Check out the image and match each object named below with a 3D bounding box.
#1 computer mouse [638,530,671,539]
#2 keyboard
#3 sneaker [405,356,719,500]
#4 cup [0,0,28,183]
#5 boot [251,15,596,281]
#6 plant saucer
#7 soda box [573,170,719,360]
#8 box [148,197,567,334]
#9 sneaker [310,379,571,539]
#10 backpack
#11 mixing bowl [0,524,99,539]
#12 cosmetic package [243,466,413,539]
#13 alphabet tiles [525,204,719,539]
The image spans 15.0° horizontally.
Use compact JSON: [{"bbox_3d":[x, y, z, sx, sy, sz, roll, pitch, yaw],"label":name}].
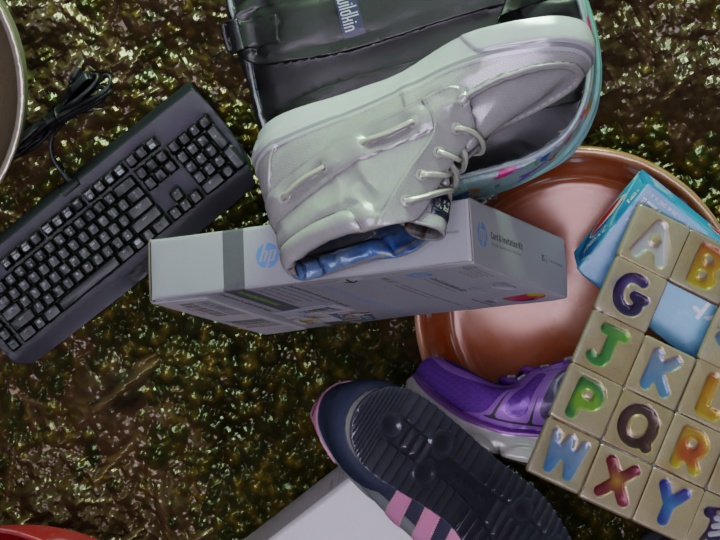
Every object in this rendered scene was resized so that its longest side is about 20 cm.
[{"bbox_3d":[0.213,0.249,1.669,0.138,0.053,0.200,-33,94,-31],"label":"computer mouse"},{"bbox_3d":[-0.173,-0.045,1.688,0.200,0.021,0.127,-39,94,8],"label":"keyboard"},{"bbox_3d":[0.126,0.077,1.612,0.199,0.081,0.084,12,91,17],"label":"sneaker"},{"bbox_3d":[-0.283,-0.112,1.625,0.200,0.143,0.201,1,98,5],"label":"cup"},{"bbox_3d":[0.041,-0.059,1.470,0.199,0.074,0.096,-22,59,15],"label":"boot"},{"bbox_3d":[0.133,0.024,1.667,0.200,0.032,0.201,1,98,6],"label":"plant saucer"},{"bbox_3d":[0.222,0.031,1.611,0.200,0.064,0.068,39,99,-4],"label":"soda box"},{"bbox_3d":[0.000,0.000,1.585,0.199,0.156,0.041,-6,80,23],"label":"box"},{"bbox_3d":[0.050,0.131,1.595,0.070,0.082,0.200,-48,116,-15],"label":"sneaker"},{"bbox_3d":[0.040,-0.121,1.587,0.199,0.151,0.178,-18,83,12],"label":"backpack"},{"bbox_3d":[-0.189,0.234,1.674,0.199,0.108,0.201,7,107,22],"label":"mixing bowl"},{"bbox_3d":[-0.005,0.182,1.675,0.200,0.085,0.108,-37,94,9],"label":"cosmetic package"},{"bbox_3d":[0.214,0.079,1.560,0.200,0.008,0.168,25,80,-6],"label":"alphabet tiles"}]
